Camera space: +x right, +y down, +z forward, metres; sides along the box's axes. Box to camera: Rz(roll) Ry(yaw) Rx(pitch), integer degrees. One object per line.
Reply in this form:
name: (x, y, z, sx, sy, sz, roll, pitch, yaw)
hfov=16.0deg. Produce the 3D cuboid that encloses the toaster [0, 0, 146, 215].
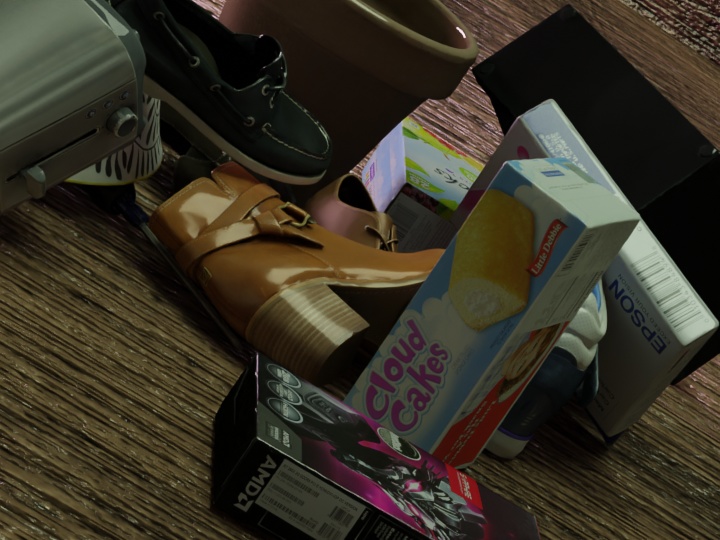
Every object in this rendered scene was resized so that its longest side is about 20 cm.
toaster: (-0.227, -0.124, 1.495, 0.129, 0.114, 0.200, -37, 67, -26)

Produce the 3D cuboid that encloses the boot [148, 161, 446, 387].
boot: (-0.029, -0.013, 1.635, 0.155, 0.074, 0.200, 41, 30, 17)

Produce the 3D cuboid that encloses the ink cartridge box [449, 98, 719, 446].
ink cartridge box: (0.143, 0.013, 1.792, 0.043, 0.200, 0.197, -27, 73, -31)

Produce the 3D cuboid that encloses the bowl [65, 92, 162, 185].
bowl: (-0.205, -0.145, 1.645, 0.199, 0.095, 0.201, 20, 23, -9)

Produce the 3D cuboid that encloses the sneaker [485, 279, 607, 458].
sneaker: (0.114, 0.027, 1.751, 0.080, 0.147, 0.200, 29, 17, -18)

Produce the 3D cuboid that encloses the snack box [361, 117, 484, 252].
snack box: (0.099, -0.022, 2.005, 0.199, 0.068, 0.169, 31, 18, -11)

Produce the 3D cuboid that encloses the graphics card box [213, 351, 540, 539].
graphics card box: (0.013, 0.133, 1.421, 0.199, 0.051, 0.126, 30, 17, -12)

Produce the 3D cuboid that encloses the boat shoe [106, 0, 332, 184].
boat shoe: (-0.080, -0.125, 1.614, 0.199, 0.066, 0.075, 36, 29, -28)

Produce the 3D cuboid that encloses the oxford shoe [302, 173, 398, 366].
oxford shoe: (0.000, 0.000, 1.740, 0.071, 0.071, 0.200, 27, 23, -33)

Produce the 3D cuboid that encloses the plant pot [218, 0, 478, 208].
plant pot: (-0.041, -0.147, 1.890, 0.200, 0.175, 0.200, 32, 16, -10)

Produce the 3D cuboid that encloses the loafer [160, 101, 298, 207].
loafer: (-0.090, -0.052, 1.740, 0.073, 0.071, 0.201, 79, -14, -49)

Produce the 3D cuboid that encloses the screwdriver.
screwdriver: (-0.127, -0.018, 1.627, 0.029, 0.028, 0.200, -22, 55, -37)

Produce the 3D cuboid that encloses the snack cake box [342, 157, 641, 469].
snack cake box: (0.078, 0.030, 1.572, 0.067, 0.201, 0.115, 38, 16, 15)

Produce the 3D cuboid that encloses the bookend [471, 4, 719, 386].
bookend: (0.192, -0.055, 1.888, 0.199, 0.092, 0.200, 51, -9, 41)
